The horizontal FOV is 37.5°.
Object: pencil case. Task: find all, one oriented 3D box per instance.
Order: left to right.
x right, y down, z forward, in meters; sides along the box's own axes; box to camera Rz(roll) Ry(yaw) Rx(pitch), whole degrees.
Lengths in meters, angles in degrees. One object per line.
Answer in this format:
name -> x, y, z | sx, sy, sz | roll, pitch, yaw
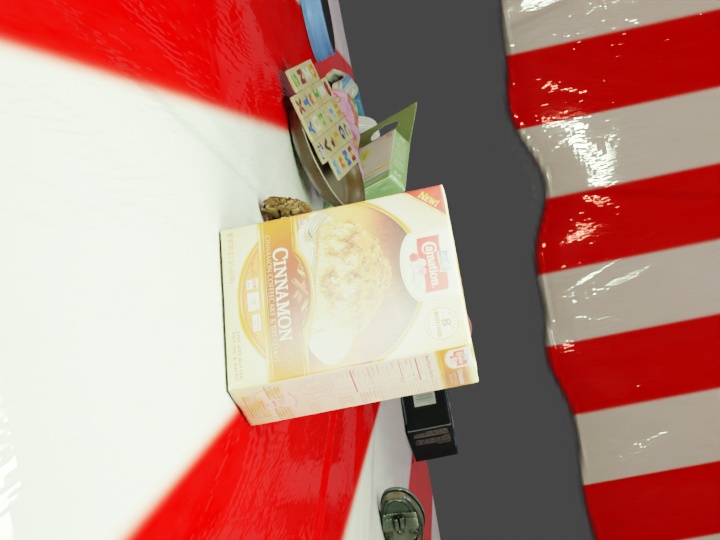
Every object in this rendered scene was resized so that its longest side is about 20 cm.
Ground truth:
pencil case -> -0.040, -0.205, 1.711 | 0.088, 0.086, 0.202 | 74, 9, -45

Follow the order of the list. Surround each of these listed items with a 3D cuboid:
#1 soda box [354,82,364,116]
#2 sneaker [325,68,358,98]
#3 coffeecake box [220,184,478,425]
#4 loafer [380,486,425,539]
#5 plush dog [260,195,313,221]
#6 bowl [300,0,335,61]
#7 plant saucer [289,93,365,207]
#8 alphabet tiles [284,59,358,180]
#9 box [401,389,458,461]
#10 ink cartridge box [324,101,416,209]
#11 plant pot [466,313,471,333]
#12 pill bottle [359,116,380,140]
soda box -> -0.017, -0.272, 2.138 | 0.065, 0.066, 0.202 | -94, 172, -48
sneaker -> -0.050, -0.300, 1.937 | 0.072, 0.072, 0.202 | 35, 33, -19
coffeecake box -> -0.011, 0.029, 0.890 | 0.073, 0.196, 0.156 | 71, 10, -57
loafer -> 0.073, 0.434, 1.723 | 0.064, 0.070, 0.202 | -86, 168, -48
plush dog -> -0.035, 0.002, 1.136 | 0.172, 0.158, 0.203 | 40, -33, 54
bowl -> -0.085, -0.507, 2.040 | 0.201, 0.039, 0.205 | -11, 90, -85
plant saucer -> -0.052, -0.171, 1.534 | 0.201, 0.032, 0.202 | 56, 22, -36
alphabet tiles -> -0.053, -0.220, 1.530 | 0.169, 0.006, 0.200 | 64, 18, -11
box -> 0.169, 0.346, 2.670 | 0.201, 0.115, 0.200 | 73, 8, -58
ink cartridge box -> 0.019, -0.190, 1.744 | 0.048, 0.144, 0.203 | 36, 46, -34
plant pot -> 0.047, 0.058, 1.615 | 0.201, 0.197, 0.181 | 71, -6, -56
pill bottle -> 0.005, -0.177, 1.954 | 0.113, 0.110, 0.203 | 69, 12, -62
